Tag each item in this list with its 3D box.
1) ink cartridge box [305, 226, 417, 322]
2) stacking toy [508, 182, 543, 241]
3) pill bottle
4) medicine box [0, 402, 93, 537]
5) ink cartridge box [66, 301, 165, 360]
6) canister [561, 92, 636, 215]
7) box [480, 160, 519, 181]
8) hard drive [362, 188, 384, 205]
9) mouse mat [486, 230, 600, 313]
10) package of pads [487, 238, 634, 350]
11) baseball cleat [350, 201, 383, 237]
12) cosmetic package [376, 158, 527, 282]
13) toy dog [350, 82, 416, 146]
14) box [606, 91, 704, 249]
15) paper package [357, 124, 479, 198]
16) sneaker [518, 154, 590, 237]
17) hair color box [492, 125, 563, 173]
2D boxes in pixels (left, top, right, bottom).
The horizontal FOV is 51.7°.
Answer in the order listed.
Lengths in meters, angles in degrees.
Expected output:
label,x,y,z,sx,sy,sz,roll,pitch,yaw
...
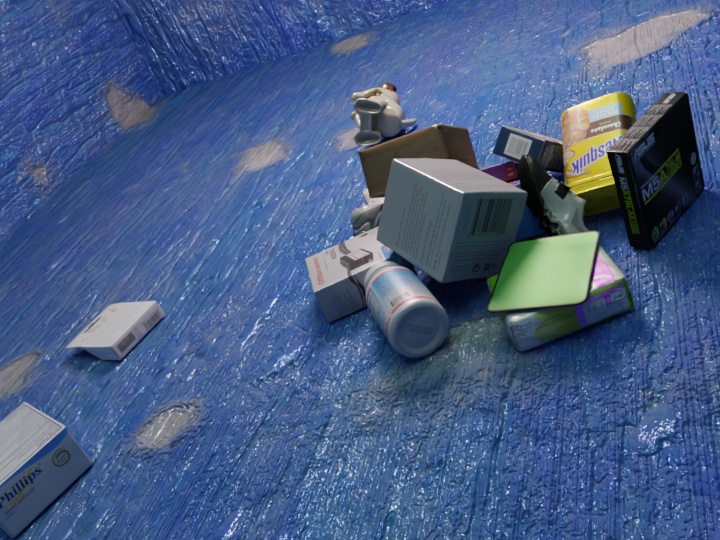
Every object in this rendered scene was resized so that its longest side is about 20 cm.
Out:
label,x,y,z,sx,sy,sz,roll,pitch,yaw
ink cartridge box,0.000,0.000,1.485,0.199,0.084,0.145,-24,31,2
stacking toy,0.294,-0.133,1.483,0.115,0.110,0.200,-18,15,9
pill bottle,0.072,0.060,1.309,0.108,0.109,0.200,-27,29,-3
medicine box,-0.630,0.361,1.369,0.199,0.103,0.182,9,44,44
ink cartridge box,-0.579,0.142,1.750,0.199,0.047,0.160,-6,35,40
canister,0.451,-0.220,1.395,0.148,0.086,0.201,-15,58,36
box,0.250,-0.189,1.573,0.199,0.039,0.137,-14,2,27
hard drive,0.086,-0.165,1.734,0.139,0.038,0.200,-23,29,3
mouse mat,0.297,0.000,1.199,0.160,0.008,0.200,-7,31,30
package of pads,0.319,0.038,1.198,0.199,0.068,0.155,-22,28,7
baseball cleat,0.065,-0.104,1.593,0.199,0.107,0.069,-11,-12,42
cosmetic package,0.161,-0.097,1.350,0.164,0.166,0.200,-4,26,-35
toy dog,0.062,-0.470,2.145,0.192,0.140,0.201,-5,33,8
box,0.506,-0.170,1.260,0.200,0.194,0.047,-40,34,-27
paper package,0.126,-0.229,1.572,0.199,0.104,0.190,-15,0,29
sneaker,0.355,-0.126,1.339,0.088,0.201,0.074,-24,-6,-9
hair color box,0.358,-0.241,1.493,0.100,0.061,0.199,28,18,31
